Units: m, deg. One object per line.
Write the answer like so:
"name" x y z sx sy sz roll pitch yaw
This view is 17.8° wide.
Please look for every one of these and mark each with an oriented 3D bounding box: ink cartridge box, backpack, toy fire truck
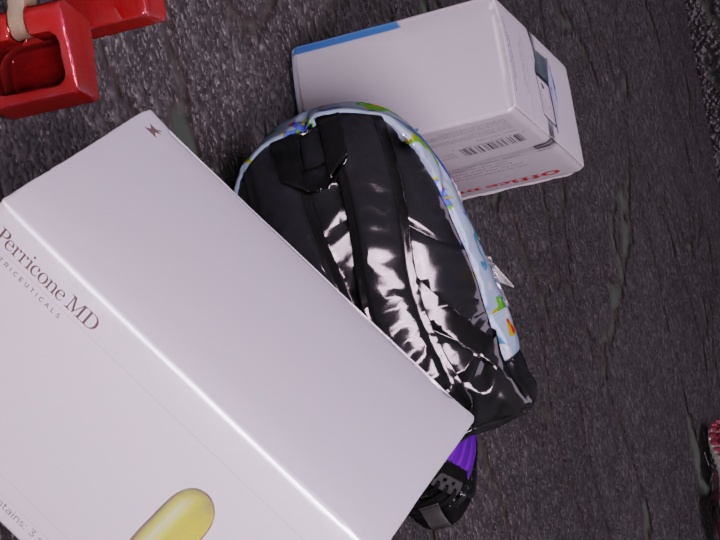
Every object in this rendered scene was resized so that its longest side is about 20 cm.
"ink cartridge box" 0.057 -0.109 1.577 0.200 0.146 0.086 22 57 -70
"backpack" 0.000 0.000 1.349 0.154 0.163 0.200 -77 145 -70
"toy fire truck" -0.148 -0.172 1.131 0.141 0.049 0.200 9 71 -71

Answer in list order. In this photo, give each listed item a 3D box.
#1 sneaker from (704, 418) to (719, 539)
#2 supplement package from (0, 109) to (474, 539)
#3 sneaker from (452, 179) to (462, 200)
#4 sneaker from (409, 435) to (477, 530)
"sneaker" 0.442 0.250 2.721 0.200 0.080 0.075 -77 179 -53
"supplement package" -0.075 0.054 0.953 0.200 0.111 0.156 43 24 1
"sneaker" 0.014 -0.026 1.519 0.200 0.074 0.088 20 61 -65
"sneaker" 0.042 0.127 1.515 0.200 0.069 0.100 -32 112 -71
